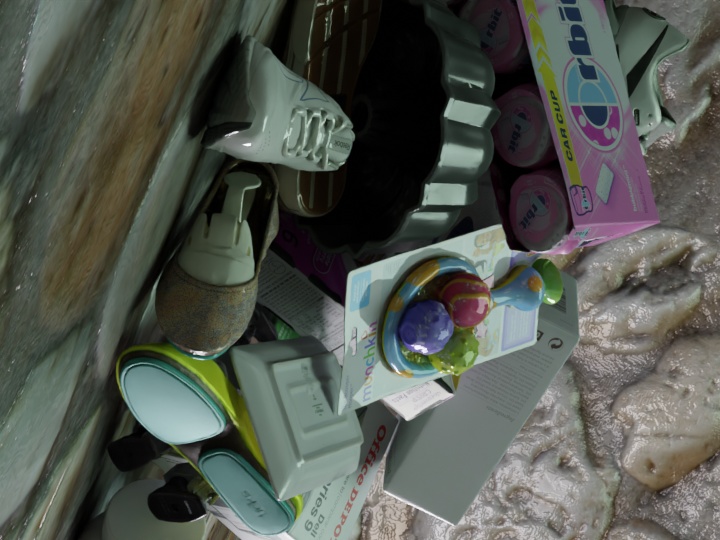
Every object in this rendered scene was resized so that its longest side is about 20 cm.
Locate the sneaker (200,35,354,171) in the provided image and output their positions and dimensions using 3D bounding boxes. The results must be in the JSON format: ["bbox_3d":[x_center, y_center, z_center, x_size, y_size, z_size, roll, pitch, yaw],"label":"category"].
[{"bbox_3d":[-0.046,-0.099,1.480,0.075,0.087,0.200,-65,176,9],"label":"sneaker"}]

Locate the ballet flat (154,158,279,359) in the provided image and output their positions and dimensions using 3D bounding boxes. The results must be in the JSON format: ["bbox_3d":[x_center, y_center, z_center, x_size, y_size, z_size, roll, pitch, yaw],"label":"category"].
[{"bbox_3d":[-0.093,-0.018,1.552,0.200,0.068,0.068,-79,-178,-60],"label":"ballet flat"}]

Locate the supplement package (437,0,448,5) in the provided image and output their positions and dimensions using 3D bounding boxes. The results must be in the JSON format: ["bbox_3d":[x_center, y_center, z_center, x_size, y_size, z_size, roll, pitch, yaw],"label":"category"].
[{"bbox_3d":[0.062,-0.146,1.866,0.118,0.199,0.117,108,6,-58],"label":"supplement package"}]

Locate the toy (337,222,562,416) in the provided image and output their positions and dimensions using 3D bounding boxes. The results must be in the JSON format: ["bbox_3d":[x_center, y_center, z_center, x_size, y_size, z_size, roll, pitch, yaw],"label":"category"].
[{"bbox_3d":[0.073,0.034,1.684,0.199,0.047,0.116,-20,124,-40],"label":"toy"}]

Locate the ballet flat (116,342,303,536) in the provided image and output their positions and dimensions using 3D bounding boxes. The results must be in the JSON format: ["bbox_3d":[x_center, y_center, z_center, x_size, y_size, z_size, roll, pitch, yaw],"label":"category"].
[{"bbox_3d":[-0.100,0.099,1.575,0.200,0.066,0.067,53,33,-36],"label":"ballet flat"}]

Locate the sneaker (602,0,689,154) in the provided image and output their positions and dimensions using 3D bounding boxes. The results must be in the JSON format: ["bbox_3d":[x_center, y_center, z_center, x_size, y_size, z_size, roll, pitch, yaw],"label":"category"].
[{"bbox_3d":[0.196,-0.106,1.821,0.074,0.088,0.201,-54,165,-70],"label":"sneaker"}]

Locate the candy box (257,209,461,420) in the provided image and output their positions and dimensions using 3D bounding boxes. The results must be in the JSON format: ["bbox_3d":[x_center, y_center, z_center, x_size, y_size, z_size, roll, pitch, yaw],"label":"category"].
[{"bbox_3d":[0.000,0.000,1.782,0.061,0.200,0.137,-30,-150,42],"label":"candy box"}]

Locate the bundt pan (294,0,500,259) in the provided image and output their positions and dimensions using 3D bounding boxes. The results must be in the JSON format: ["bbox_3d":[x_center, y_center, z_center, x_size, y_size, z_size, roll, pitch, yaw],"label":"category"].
[{"bbox_3d":[0.026,-0.106,1.674,0.201,0.075,0.204,-9,-101,51],"label":"bundt pan"}]

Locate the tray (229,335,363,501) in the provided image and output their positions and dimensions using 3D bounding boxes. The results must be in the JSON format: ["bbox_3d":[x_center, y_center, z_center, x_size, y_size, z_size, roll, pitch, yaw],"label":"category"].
[{"bbox_3d":[-0.037,0.097,1.635,0.200,0.022,0.108,-4,74,-75],"label":"tray"}]

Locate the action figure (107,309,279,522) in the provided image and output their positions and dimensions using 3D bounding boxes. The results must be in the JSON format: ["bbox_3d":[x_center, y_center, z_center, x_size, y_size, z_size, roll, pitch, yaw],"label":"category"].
[{"bbox_3d":[-0.086,0.106,1.685,0.069,0.131,0.200,-26,-172,45],"label":"action figure"}]

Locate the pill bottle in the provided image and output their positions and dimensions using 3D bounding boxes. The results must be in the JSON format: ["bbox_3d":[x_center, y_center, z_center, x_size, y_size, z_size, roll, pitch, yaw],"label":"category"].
[{"bbox_3d":[-0.168,0.242,1.716,0.105,0.104,0.201,-63,175,-45],"label":"pill bottle"}]

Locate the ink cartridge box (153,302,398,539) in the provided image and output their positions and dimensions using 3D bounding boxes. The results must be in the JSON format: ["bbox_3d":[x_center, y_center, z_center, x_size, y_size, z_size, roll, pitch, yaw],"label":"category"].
[{"bbox_3d":[-0.069,0.127,1.835,0.200,0.084,0.147,47,60,-47],"label":"ink cartridge box"}]

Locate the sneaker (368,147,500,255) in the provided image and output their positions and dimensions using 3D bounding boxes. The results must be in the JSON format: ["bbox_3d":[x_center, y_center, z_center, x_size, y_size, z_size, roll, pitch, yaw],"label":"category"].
[{"bbox_3d":[0.050,-0.059,1.763,0.115,0.080,0.201,5,-92,50],"label":"sneaker"}]

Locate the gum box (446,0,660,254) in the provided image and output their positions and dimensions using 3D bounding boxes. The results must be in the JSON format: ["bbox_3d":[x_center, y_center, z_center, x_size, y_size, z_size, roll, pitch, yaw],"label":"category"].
[{"bbox_3d":[0.142,-0.109,1.706,0.066,0.202,0.113,-20,170,38],"label":"gum box"}]

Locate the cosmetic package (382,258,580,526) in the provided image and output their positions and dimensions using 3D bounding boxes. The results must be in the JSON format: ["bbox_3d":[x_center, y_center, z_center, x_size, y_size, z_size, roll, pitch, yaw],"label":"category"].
[{"bbox_3d":[0.095,0.091,1.860,0.201,0.071,0.102,-60,-170,25],"label":"cosmetic package"}]

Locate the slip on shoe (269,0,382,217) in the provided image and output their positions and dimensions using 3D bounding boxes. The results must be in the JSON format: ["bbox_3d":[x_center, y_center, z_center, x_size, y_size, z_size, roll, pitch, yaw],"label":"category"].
[{"bbox_3d":[-0.035,-0.140,1.641,0.076,0.060,0.202,-7,109,-46],"label":"slip on shoe"}]
